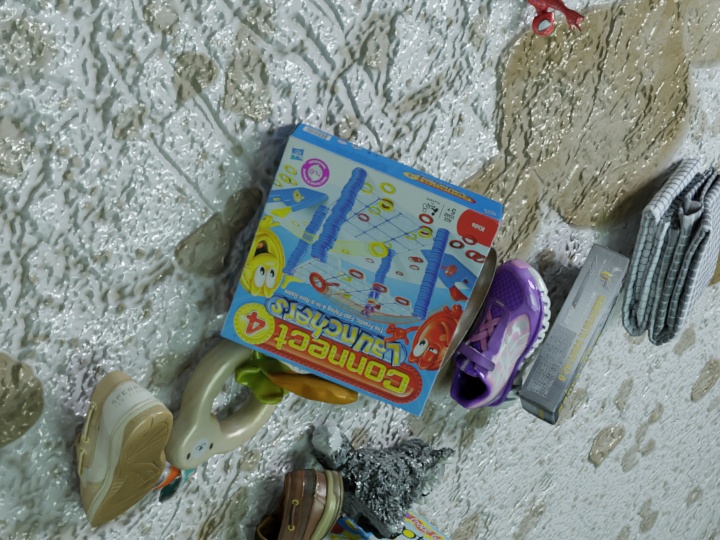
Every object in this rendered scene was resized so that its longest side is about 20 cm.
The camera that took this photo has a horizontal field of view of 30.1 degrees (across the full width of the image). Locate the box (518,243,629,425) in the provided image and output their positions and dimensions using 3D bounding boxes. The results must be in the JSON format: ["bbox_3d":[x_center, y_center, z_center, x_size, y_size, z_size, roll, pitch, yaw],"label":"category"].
[{"bbox_3d":[0.256,0.080,1.604,0.201,0.048,0.158,-62,167,-7],"label":"box"}]

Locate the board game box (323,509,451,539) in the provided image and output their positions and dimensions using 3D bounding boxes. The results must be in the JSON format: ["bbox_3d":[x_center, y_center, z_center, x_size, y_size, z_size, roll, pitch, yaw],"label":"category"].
[{"bbox_3d":[0.013,0.353,1.554,0.199,0.104,0.104,1,118,-55],"label":"board game box"}]

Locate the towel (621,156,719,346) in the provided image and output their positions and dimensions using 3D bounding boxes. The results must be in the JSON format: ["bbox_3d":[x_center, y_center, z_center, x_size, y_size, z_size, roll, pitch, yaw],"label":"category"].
[{"bbox_3d":[0.409,-0.024,1.706,0.166,0.085,0.202,-42,146,-48],"label":"towel"}]

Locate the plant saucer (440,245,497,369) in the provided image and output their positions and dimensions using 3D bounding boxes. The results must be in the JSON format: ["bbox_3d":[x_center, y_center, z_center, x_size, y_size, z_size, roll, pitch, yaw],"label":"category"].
[{"bbox_3d":[0.078,0.053,1.420,0.201,0.032,0.201,-49,161,-23],"label":"plant saucer"}]

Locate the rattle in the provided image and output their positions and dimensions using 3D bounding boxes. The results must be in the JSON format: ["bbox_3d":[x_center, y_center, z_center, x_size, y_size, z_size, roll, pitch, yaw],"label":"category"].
[{"bbox_3d":[-0.110,0.164,1.240,0.201,0.142,0.130,-52,164,-14],"label":"rattle"}]

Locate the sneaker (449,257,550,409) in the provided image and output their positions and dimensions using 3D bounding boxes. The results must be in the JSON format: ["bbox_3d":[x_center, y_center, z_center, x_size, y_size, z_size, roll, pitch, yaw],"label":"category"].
[{"bbox_3d":[0.152,0.082,1.529,0.088,0.080,0.202,-14,129,-38],"label":"sneaker"}]

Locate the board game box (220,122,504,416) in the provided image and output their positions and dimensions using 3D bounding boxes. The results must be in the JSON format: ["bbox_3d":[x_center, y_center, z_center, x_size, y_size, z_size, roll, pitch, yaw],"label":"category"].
[{"bbox_3d":[0.000,0.000,1.182,0.056,0.198,0.198,-67,178,-71],"label":"board game box"}]

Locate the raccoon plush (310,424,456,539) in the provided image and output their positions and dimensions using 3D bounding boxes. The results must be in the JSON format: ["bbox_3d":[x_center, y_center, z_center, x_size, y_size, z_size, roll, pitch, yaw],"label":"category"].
[{"bbox_3d":[0.035,0.207,1.490,0.134,0.096,0.201,-47,145,-24],"label":"raccoon plush"}]

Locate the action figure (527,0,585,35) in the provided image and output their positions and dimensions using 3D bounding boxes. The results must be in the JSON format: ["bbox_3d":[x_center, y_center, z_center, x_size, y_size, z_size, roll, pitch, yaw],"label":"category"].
[{"bbox_3d":[0.212,-0.307,1.264,0.065,0.099,0.202,-16,132,-40],"label":"action figure"}]

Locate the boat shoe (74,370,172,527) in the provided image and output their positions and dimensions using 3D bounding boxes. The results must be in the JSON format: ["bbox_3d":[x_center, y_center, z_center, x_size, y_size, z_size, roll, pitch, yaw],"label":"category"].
[{"bbox_3d":[-0.213,0.153,1.164,0.073,0.069,0.201,-27,158,-37],"label":"boat shoe"}]

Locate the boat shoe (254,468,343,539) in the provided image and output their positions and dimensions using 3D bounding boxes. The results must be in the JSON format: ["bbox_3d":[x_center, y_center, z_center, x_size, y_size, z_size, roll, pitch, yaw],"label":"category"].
[{"bbox_3d":[-0.084,0.290,1.442,0.067,0.072,0.201,15,119,-19],"label":"boat shoe"}]
